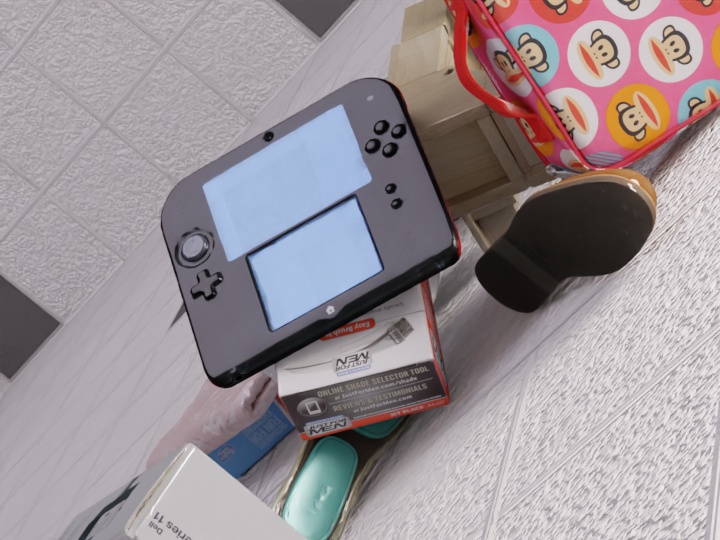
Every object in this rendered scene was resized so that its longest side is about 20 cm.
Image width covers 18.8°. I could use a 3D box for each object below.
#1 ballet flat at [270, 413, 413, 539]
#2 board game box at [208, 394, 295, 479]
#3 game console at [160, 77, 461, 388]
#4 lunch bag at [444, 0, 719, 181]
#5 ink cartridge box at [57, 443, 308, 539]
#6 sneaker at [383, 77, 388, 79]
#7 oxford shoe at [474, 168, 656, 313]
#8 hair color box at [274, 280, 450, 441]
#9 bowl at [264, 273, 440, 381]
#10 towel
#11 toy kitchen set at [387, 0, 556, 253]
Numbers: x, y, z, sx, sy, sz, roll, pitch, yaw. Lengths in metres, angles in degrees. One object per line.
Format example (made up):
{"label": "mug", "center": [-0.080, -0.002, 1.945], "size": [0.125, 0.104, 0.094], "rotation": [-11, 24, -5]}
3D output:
{"label": "ballet flat", "center": [-0.016, 0.124, 1.541], "size": [0.200, 0.067, 0.062], "rotation": [-56, 2, -31]}
{"label": "board game box", "center": [-0.053, 0.075, 1.933], "size": [0.153, 0.040, 0.200], "rotation": [-43, 13, 37]}
{"label": "game console", "center": [-0.039, -0.031, 1.508], "size": [0.200, 0.031, 0.177], "rotation": [-29, 49, 12]}
{"label": "lunch bag", "center": [0.141, -0.163, 1.429], "size": [0.176, 0.200, 0.082], "rotation": [-33, 7, -13]}
{"label": "ink cartridge box", "center": [-0.119, 0.210, 1.441], "size": [0.083, 0.147, 0.200], "rotation": [-56, 12, -33]}
{"label": "sneaker", "center": [0.058, -0.077, 1.791], "size": [0.078, 0.091, 0.200], "rotation": [-55, -28, -7]}
{"label": "oxford shoe", "center": [0.140, -0.035, 1.416], "size": [0.071, 0.071, 0.200], "rotation": [-49, 8, -25]}
{"label": "hair color box", "center": [-0.009, 0.011, 1.536], "size": [0.111, 0.064, 0.200], "rotation": [-14, 52, 7]}
{"label": "bowl", "center": [0.000, 0.000, 1.688], "size": [0.090, 0.201, 0.201], "rotation": [11, 53, 34]}
{"label": "towel", "center": [-0.098, 0.085, 1.889], "size": [0.200, 0.032, 0.191], "rotation": [-38, 17, 55]}
{"label": "toy kitchen set", "center": [0.136, -0.115, 1.625], "size": [0.180, 0.163, 0.200], "rotation": [-22, 31, 19]}
